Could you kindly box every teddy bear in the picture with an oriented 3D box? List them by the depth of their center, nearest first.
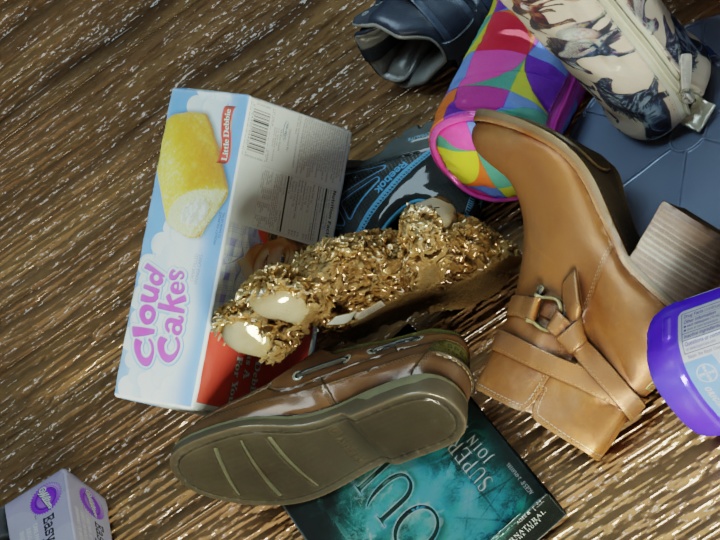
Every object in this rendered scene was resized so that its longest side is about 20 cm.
[{"bbox_3d":[0.000,0.000,1.731,0.200,0.145,0.067,-21,71,-13],"label":"teddy bear"}]

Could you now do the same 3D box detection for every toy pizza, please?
[{"bbox_3d":[0.208,-0.075,1.728,0.200,0.032,0.201,-26,41,24],"label":"toy pizza"}]

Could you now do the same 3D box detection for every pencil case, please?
[{"bbox_3d":[0.139,-0.158,1.680,0.089,0.200,0.078,18,72,44],"label":"pencil case"},{"bbox_3d":[0.113,-0.138,1.813,0.088,0.088,0.200,-5,45,39],"label":"pencil case"}]

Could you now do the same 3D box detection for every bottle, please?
[{"bbox_3d":[0.259,0.030,1.545,0.200,0.084,0.065,-20,44,27],"label":"bottle"}]

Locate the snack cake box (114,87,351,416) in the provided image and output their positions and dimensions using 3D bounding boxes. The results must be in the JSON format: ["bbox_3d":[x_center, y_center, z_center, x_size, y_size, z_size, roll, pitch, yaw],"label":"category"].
[{"bbox_3d":[-0.079,-0.006,1.792,0.067,0.115,0.201,7,84,35],"label":"snack cake box"}]

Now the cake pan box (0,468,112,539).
[{"bbox_3d":[-0.237,0.245,1.822,0.184,0.052,0.200,-31,40,14],"label":"cake pan box"}]

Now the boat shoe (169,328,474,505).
[{"bbox_3d":[-0.021,0.088,1.716,0.199,0.072,0.068,-13,41,22],"label":"boat shoe"}]

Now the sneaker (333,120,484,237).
[{"bbox_3d":[-0.007,-0.032,1.848,0.200,0.073,0.082,-23,42,25],"label":"sneaker"}]

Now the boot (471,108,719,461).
[{"bbox_3d":[0.112,0.005,1.671,0.200,0.077,0.156,34,98,25],"label":"boot"}]

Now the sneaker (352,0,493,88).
[{"bbox_3d":[0.040,-0.212,1.968,0.146,0.077,0.202,-42,39,-2],"label":"sneaker"}]

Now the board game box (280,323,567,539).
[{"bbox_3d":[0.026,0.132,1.705,0.135,0.028,0.200,-42,38,2],"label":"board game box"}]
